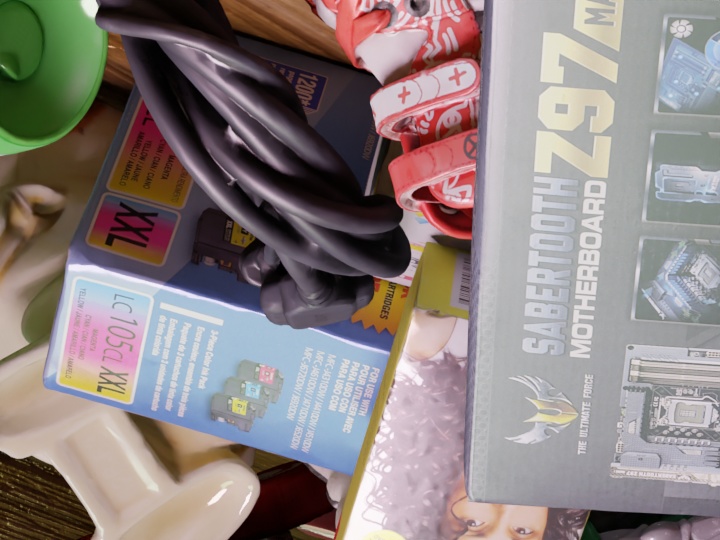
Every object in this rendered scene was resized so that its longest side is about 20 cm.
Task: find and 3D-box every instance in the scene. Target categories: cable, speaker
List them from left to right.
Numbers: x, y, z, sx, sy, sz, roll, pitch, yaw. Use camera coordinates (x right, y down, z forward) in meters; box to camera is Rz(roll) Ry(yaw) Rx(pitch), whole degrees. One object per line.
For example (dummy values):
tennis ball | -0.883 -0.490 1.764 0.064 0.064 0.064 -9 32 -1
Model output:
speaker | -0.188 -0.090 0.944 0.199 0.089 0.088 8 167 38
cable | -0.040 -0.061 0.736 0.051 0.164 0.200 -28 174 0

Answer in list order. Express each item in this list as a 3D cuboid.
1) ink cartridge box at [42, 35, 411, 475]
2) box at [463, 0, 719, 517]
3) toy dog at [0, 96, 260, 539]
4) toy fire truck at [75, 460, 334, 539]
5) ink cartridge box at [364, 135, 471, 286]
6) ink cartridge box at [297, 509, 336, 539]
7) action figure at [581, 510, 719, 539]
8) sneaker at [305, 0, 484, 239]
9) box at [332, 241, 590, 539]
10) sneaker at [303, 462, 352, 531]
ink cartridge box | 0.000 0.000 0.942 0.199 0.137 0.076 17 137 -2
box | 0.104 -0.024 0.579 0.157 0.051 0.201 2 134 3
toy dog | -0.105 0.000 1.061 0.140 0.194 0.200 48 -179 -40
toy fire truck | -0.027 0.144 1.087 0.200 0.113 0.168 -18 179 -43
ink cartridge box | 0.081 -0.035 0.804 0.145 0.088 0.200 16 171 -3
ink cartridge box | 0.088 0.080 1.214 0.199 0.147 0.083 14 175 13
action figure | 0.064 0.101 0.884 0.118 0.199 0.055 -113 -3 -53
sneaker | 0.007 -0.073 0.655 0.201 0.108 0.067 17 170 1
box | 0.025 0.095 0.809 0.075 0.201 0.050 15 -153 -2
sneaker | 0.028 0.065 1.028 0.077 0.085 0.200 33 -167 -27
